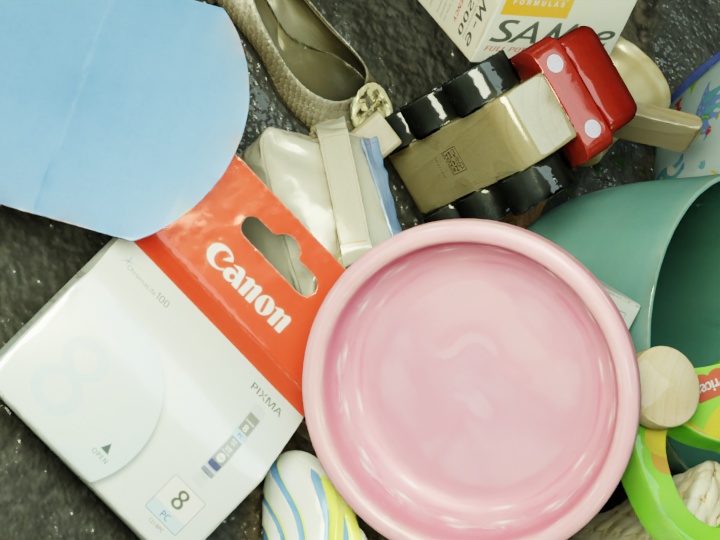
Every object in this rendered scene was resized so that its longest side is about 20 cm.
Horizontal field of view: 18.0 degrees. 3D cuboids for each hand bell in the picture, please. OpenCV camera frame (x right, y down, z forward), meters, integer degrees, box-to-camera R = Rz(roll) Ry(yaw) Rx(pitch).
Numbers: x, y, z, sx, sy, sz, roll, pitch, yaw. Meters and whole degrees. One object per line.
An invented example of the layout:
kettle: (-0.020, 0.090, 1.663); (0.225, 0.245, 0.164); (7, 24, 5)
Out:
hand bell: (0.129, -0.066, 1.600); (0.104, 0.104, 0.201); (40, 64, -16)

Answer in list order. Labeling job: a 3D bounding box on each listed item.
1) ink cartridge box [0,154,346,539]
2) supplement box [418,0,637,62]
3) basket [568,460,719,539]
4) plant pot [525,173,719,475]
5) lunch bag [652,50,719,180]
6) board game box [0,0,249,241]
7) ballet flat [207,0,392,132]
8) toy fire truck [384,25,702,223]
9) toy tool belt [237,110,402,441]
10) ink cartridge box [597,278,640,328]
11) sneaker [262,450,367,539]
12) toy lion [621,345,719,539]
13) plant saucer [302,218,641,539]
ink cartridge box: (-0.097, 0.047, 1.331); (0.200, 0.047, 0.160); (-45, 101, -6)
supplement box: (0.086, -0.228, 1.575); (0.125, 0.074, 0.200); (-1, 41, -37)
basket: (0.189, 0.257, 1.416); (0.161, 0.200, 0.199); (42, 51, -12)
plant pot: (0.182, 0.033, 1.509); (0.200, 0.160, 0.202); (-6, 98, -48)
lunch bag: (0.299, -0.078, 1.633); (0.127, 0.200, 0.171); (17, 59, -15)
board game box: (-0.166, -0.096, 1.346); (0.198, 0.039, 0.159); (15, 69, 4)
ballet flat: (-0.043, -0.159, 1.520); (0.200, 0.046, 0.067); (49, 49, -12)
toy fire truck: (0.137, -0.100, 1.498); (0.199, 0.176, 0.129); (-33, 93, -25)
toy tool belt: (0.000, 0.000, 1.437); (0.122, 0.125, 0.201); (-13, 79, -31)
ink cartridge box: (0.080, 0.083, 1.415); (0.050, 0.109, 0.201); (23, 97, -43)
sneaker: (-0.046, 0.208, 1.342); (0.104, 0.076, 0.202); (-4, 74, -37)
toy lion: (0.250, 0.122, 1.366); (0.199, 0.069, 0.193); (-17, 85, -29)
plant saucer: (0.067, 0.068, 1.318); (0.201, 0.200, 0.051); (60, 19, 0)
